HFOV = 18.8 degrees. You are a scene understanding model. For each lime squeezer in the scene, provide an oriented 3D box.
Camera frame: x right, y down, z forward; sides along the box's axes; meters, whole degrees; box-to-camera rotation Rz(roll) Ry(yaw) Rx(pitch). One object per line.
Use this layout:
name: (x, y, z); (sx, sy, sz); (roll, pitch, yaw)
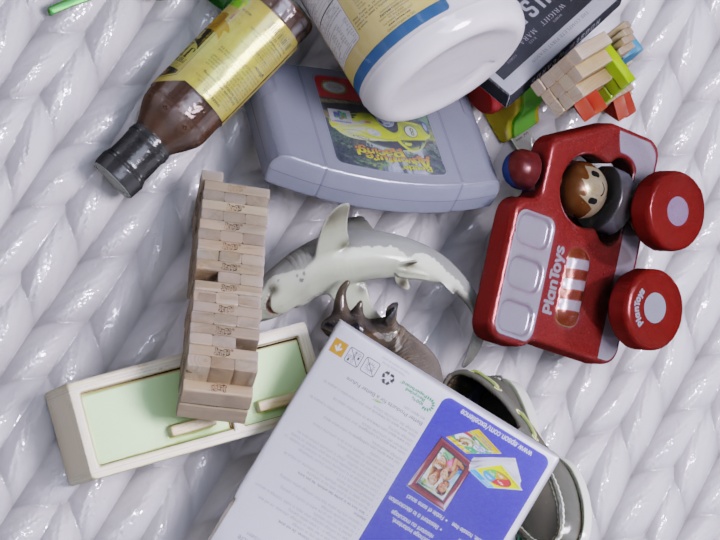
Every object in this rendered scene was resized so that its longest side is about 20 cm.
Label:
lime squeezer: (-0.148, -0.213, 1.741); (0.199, 0.038, 0.071); (14, 107, -22)

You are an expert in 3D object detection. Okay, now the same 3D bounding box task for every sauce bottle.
sauce bottle: (-0.125, -0.141, 1.703); (0.065, 0.065, 0.200); (46, 78, -10)

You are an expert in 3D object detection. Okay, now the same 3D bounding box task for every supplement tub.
supplement tub: (0.023, -0.234, 1.706); (0.144, 0.145, 0.200); (-23, 73, -25)

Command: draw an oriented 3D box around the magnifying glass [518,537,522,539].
magnifying glass: (0.055, 0.190, 1.761); (0.199, 0.022, 0.080); (27, 72, -19)

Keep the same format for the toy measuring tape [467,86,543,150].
toy measuring tape: (0.142, -0.130, 1.826); (0.073, 0.074, 0.200); (-32, 94, -25)

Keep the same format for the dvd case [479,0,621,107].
dvd case: (0.097, -0.244, 1.811); (0.200, 0.025, 0.150); (41, 65, 14)

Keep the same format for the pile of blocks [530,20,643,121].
pile of blocks: (0.209, -0.159, 1.806); (0.062, 0.082, 0.200); (54, 21, 4)

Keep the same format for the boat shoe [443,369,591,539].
boat shoe: (0.119, 0.151, 1.711); (0.060, 0.202, 0.072); (24, 114, -34)

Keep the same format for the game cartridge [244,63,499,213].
game cartridge: (0.011, -0.104, 1.747); (0.199, 0.041, 0.133); (5, 47, -23)

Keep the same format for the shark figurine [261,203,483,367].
shark figurine: (0.021, -0.009, 1.745); (0.214, 0.090, 0.129); (9, 120, -15)

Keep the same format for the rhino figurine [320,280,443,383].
rhino figurine: (0.026, 0.101, 1.702); (0.087, 0.060, 0.201); (-21, 92, 10)

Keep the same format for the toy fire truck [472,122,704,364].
toy fire truck: (0.176, -0.025, 1.770); (0.168, 0.112, 0.201); (18, 82, -36)

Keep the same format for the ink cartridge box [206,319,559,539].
ink cartridge box: (0.016, 0.173, 1.638); (0.197, 0.047, 0.200); (32, 88, 2)

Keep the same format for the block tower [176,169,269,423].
block tower: (-0.103, 0.018, 1.652); (0.058, 0.054, 0.201); (8, 51, -10)

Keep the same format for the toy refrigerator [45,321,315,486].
toy refrigerator: (-0.131, 0.101, 1.667); (0.199, 0.070, 0.076); (-14, 86, -25)
